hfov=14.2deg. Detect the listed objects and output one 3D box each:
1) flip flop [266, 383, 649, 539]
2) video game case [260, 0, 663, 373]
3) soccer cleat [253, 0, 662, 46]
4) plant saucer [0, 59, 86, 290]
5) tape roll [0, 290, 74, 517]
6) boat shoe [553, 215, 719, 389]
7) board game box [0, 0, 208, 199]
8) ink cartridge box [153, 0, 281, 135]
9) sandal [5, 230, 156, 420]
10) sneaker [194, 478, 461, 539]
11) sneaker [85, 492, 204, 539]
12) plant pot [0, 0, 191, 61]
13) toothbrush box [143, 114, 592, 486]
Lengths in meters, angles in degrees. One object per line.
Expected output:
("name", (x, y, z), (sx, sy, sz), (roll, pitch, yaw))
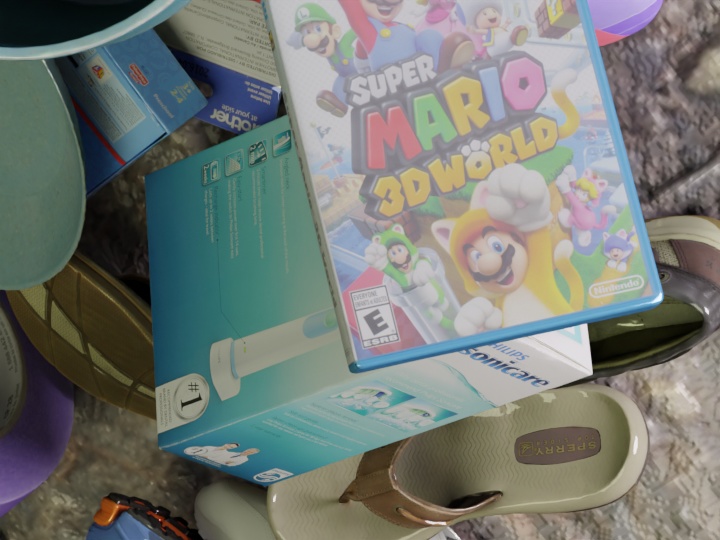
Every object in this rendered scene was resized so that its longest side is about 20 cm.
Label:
("flip flop", (0.043, 0.096, 1.416), (0.199, 0.058, 0.082), (-9, 81, 21))
("video game case", (0.041, -0.067, 1.256), (0.018, 0.142, 0.201), (131, 126, -74))
("soccer cleat", (0.038, -0.129, 1.308), (0.199, 0.077, 0.067), (10, 117, 4))
("plant saucer", (-0.199, -0.086, 1.412), (0.200, 0.039, 0.202), (25, 135, 29))
("tape roll", (-0.251, 0.053, 1.481), (0.200, 0.200, 0.085), (50, 124, -2))
("boat shoe", (0.090, 0.021, 1.376), (0.200, 0.066, 0.072), (-12, 107, 30))
("board game box", (-0.179, -0.098, 1.443), (0.152, 0.037, 0.200), (53, 140, -4))
("ink cartridge box", (-0.069, -0.171, 1.384), (0.119, 0.042, 0.201), (21, 118, 18))
("sandal", (-0.098, 0.039, 1.489), (0.199, 0.054, 0.080), (31, 139, -8))
("sneaker", (0.006, 0.152, 1.485), (0.199, 0.076, 0.081), (29, 99, 16))
("sneaker", (-0.068, 0.199, 1.483), (0.200, 0.075, 0.079), (37, 96, 13))
("plant pot", (-0.131, -0.184, 1.253), (0.199, 0.188, 0.201), (0, 90, 5))
("toothbrush box", (0.000, 0.000, 1.359), (0.199, 0.085, 0.147), (-23, 61, 33))
